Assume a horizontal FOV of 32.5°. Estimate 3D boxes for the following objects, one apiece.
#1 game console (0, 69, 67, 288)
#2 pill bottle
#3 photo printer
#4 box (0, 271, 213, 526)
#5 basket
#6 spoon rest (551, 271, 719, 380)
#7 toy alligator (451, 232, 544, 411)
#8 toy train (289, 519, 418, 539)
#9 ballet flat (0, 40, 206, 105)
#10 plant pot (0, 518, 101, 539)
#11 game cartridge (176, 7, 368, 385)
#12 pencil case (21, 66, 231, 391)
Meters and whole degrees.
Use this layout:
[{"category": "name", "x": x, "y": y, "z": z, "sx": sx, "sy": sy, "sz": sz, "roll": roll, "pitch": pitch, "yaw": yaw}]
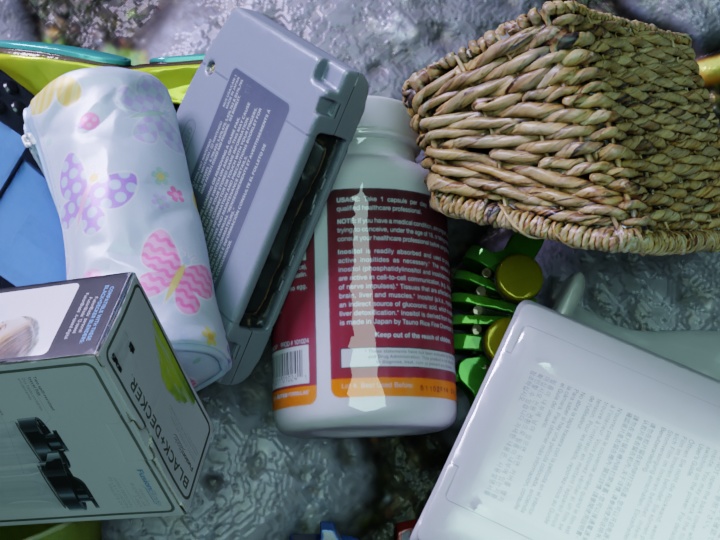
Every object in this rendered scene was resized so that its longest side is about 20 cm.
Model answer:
[{"category": "game console", "x": -0.218, "y": -0.037, "z": 0.717, "sx": 0.177, "sy": 0.031, "sz": 0.200, "roll": 35, "pitch": 39, "yaw": -19}, {"category": "pill bottle", "x": 0.000, "y": 0.000, "z": 0.765, "sx": 0.113, "sy": 0.113, "sz": 0.201, "roll": -1, "pitch": 79, "yaw": -3}, {"category": "photo printer", "x": 0.150, "y": 0.127, "z": 0.691, "sx": 0.200, "sy": 0.069, "sz": 0.167, "roll": 22, "pitch": 76, "yaw": 14}, {"category": "box", "x": -0.189, "y": 0.073, "z": 0.631, "sx": 0.199, "sy": 0.117, "sz": 0.060, "roll": -7, "pitch": 38, "yaw": 18}, {"category": "basket", "x": 0.128, "y": -0.057, "z": 0.742, "sx": 0.143, "sy": 0.200, "sz": 0.149, "roll": -24, "pitch": 79, "yaw": 35}, {"category": "spoon rest", "x": 0.204, "y": 0.066, "z": 0.800, "sx": 0.200, "sy": 0.061, "sz": 0.100, "roll": 31, "pitch": 80, "yaw": -10}, {"category": "toy alligator", "x": 0.077, "y": 0.054, "z": 0.785, "sx": 0.054, "sy": 0.059, "sz": 0.201, "roll": 12, "pitch": 78, "yaw": -1}, {"category": "toy train", "x": 0.040, "y": 0.177, "z": 0.769, "sx": 0.199, "sy": 0.034, "sz": 0.046, "roll": -2, "pitch": 90, "yaw": -4}, {"category": "ballet flat", "x": -0.146, "y": -0.114, "z": 0.809, "sx": 0.199, "sy": 0.067, "sz": 0.067, "roll": 2, "pitch": 99, "yaw": -5}, {"category": "plant pot", "x": -0.222, "y": 0.238, "z": 0.687, "sx": 0.186, "sy": 0.187, "sz": 0.201, "roll": -9, "pitch": 96, "yaw": -5}, {"category": "game cartridge", "x": -0.076, "y": -0.050, "z": 0.747, "sx": 0.041, "sy": 0.133, "sz": 0.200, "roll": 11, "pitch": 110, "yaw": -39}, {"category": "pencil case", "x": -0.136, "y": -0.021, "z": 0.712, "sx": 0.090, "sy": 0.083, "sz": 0.200, "roll": -1, "pitch": 61, "yaw": -33}]
